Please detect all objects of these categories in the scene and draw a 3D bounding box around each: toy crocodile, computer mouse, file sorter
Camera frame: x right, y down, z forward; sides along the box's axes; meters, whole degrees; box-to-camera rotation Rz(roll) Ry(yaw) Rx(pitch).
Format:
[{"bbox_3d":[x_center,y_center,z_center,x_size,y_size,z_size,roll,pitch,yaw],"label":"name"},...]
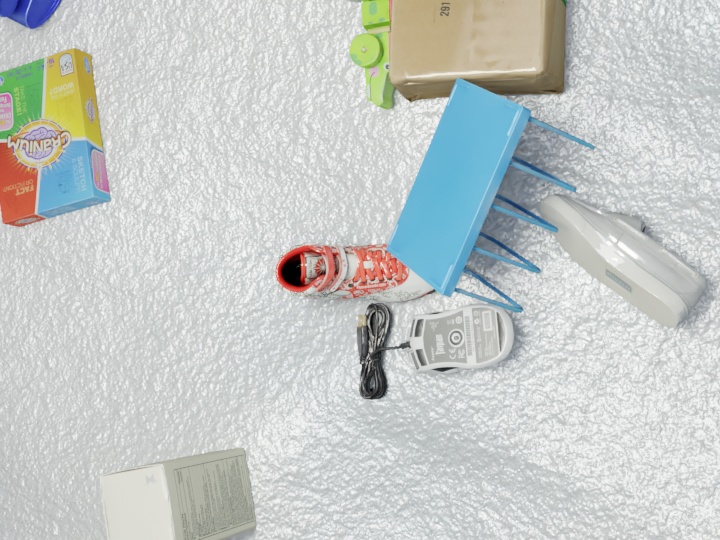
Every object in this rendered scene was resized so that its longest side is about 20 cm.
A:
[{"bbox_3d":[0.024,-0.291,1.339,0.061,0.067,0.204,-4,84,20],"label":"toy crocodile"},{"bbox_3d":[0.087,0.085,1.302,0.197,0.044,0.112,-8,79,27],"label":"computer mouse"},{"bbox_3d":[0.140,-0.075,1.216,0.203,0.121,0.139,-67,29,10],"label":"file sorter"}]

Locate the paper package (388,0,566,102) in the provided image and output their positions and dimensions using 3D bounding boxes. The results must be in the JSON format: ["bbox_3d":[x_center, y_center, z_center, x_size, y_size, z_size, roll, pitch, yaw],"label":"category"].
[{"bbox_3d":[0.133,-0.300,1.278,0.187,0.103,0.204,1,86,20],"label":"paper package"}]

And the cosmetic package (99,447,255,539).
[{"bbox_3d":[-0.206,0.268,1.319,0.086,0.200,0.105,-12,82,19],"label":"cosmetic package"}]

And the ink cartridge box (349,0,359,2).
[{"bbox_3d":[-0.047,-0.443,1.370,0.144,0.086,0.204,18,94,22],"label":"ink cartridge box"}]

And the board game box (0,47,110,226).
[{"bbox_3d":[-0.417,-0.175,1.521,0.150,0.040,0.204,-13,81,20],"label":"board game box"}]

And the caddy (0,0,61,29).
[{"bbox_3d":[-0.449,-0.419,1.498,0.104,0.141,0.202,33,97,17],"label":"caddy"}]

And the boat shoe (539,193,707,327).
[{"bbox_3d":[0.280,-0.026,1.222,0.068,0.072,0.199,-41,58,-15],"label":"boat shoe"}]

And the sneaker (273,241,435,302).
[{"bbox_3d":[0.000,0.001,1.306,0.198,0.108,0.069,-3,85,21],"label":"sneaker"}]
